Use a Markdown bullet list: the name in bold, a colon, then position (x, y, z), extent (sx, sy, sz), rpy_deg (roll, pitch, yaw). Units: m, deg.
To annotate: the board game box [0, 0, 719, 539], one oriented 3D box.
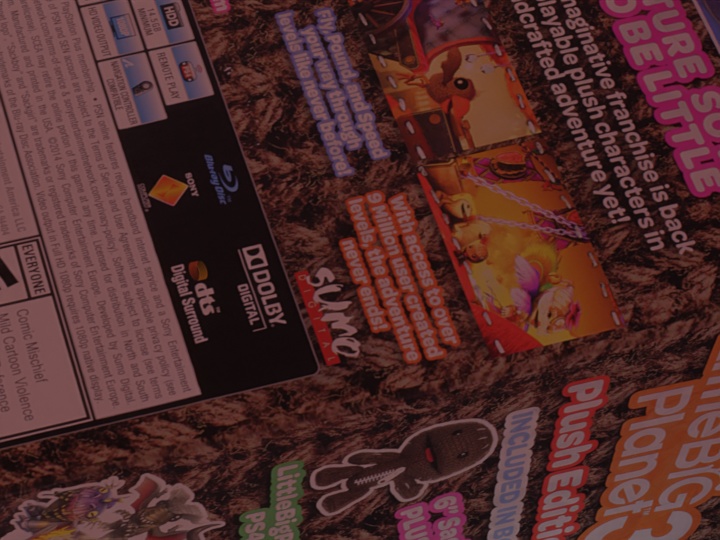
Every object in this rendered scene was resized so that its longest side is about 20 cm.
- **board game box**: position (-0.004, -0.010, 0.580), extent (0.097, 0.200, 0.160), rpy_deg (92, 162, -53)
